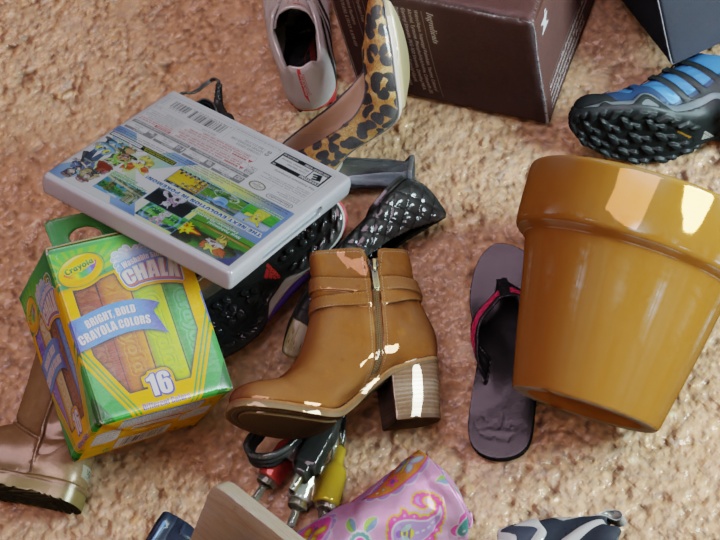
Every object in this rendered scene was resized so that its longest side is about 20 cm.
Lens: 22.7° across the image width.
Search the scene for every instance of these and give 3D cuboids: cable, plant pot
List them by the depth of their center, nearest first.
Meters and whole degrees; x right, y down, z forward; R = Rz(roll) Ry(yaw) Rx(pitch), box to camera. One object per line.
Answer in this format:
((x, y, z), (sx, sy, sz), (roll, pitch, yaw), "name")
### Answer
((0.209, 0.027, 1.464), (0.199, 0.200, 0.185), (15, 82, 19), "plant pot")
((-0.028, 0.127, 1.542), (0.097, 0.051, 0.201), (22, 58, 19), "cable")

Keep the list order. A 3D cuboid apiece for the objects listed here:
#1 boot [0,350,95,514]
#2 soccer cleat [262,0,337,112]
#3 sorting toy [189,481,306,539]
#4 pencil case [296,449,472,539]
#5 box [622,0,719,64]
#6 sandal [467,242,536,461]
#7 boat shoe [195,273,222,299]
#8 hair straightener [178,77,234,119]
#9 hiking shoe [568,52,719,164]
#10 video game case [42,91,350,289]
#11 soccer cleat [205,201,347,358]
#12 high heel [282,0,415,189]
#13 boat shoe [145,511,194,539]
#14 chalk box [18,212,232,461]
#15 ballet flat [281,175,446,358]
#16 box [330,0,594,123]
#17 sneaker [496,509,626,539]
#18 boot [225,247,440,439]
((-0.290, 0.105, 1.592), (0.174, 0.066, 0.201), (13, 66, 5), "boot")
((-0.061, -0.245, 1.716), (0.068, 0.085, 0.201), (-12, 60, 5), "soccer cleat")
((-0.086, 0.302, 1.370), (0.199, 0.069, 0.200), (34, 113, 26), "sorting toy")
((-0.005, 0.230, 1.450), (0.199, 0.088, 0.088), (-34, 60, -7), "pencil case")
((0.320, -0.317, 1.627), (0.199, 0.124, 0.199), (-24, 41, -1), "box")
((0.126, 0.063, 1.532), (0.074, 0.045, 0.202), (-1, 62, 12), "sandal")
((-0.159, -0.052, 1.603), (0.075, 0.074, 0.201), (-38, 35, 13), "boat shoe")
((-0.125, -0.123, 1.648), (0.041, 0.077, 0.201), (-42, 41, 19), "hair straightener")
((0.283, -0.150, 1.608), (0.198, 0.075, 0.087), (-3, 51, 1), "hiking shoe")
((-0.138, -0.073, 1.534), (0.199, 0.022, 0.182), (27, 41, 21), "video game case")
((-0.086, 0.010, 1.604), (0.200, 0.073, 0.068), (-45, 82, 6), "soccer cleat")
((-0.027, -0.156, 1.603), (0.141, 0.201, 0.072), (1, 33, 9), "high heel")
((-0.211, 0.281, 1.469), (0.069, 0.084, 0.200), (48, 64, -3), "boat shoe")
((-0.208, 0.039, 1.521), (0.124, 0.124, 0.201), (-15, 77, -25), "chalk box")
((0.000, 0.000, 1.584), (0.057, 0.067, 0.200), (37, 77, 9), "ballet flat")
((0.097, -0.262, 1.645), (0.198, 0.165, 0.167), (14, 65, 19), "box")
((0.189, 0.273, 1.385), (0.129, 0.080, 0.200), (-20, 49, 11), "sneaker")
((-0.027, 0.055, 1.491), (0.198, 0.077, 0.157), (-3, 72, -21), "boot")
